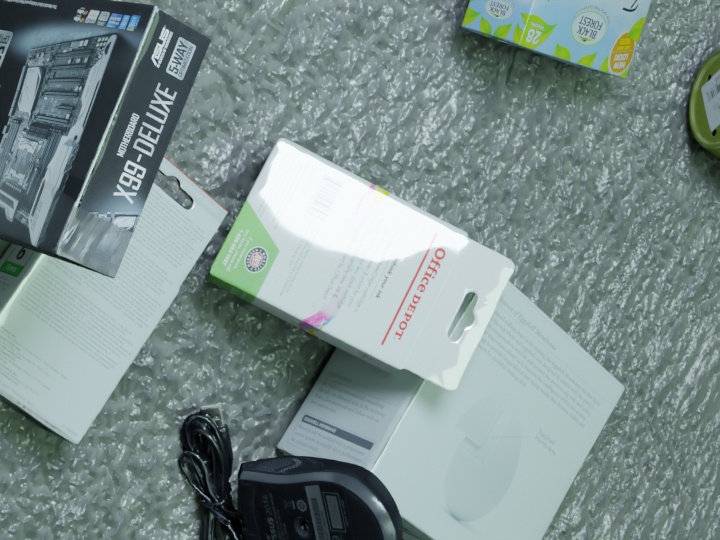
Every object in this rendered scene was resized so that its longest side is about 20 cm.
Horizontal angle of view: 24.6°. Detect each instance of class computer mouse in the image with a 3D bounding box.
[{"bbox_3d":[-0.042,0.172,1.218,0.053,0.200,0.139,-23,111,-48],"label":"computer mouse"}]

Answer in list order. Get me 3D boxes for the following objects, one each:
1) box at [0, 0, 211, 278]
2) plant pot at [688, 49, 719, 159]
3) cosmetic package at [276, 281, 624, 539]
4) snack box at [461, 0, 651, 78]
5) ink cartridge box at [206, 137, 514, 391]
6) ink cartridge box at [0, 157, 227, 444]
[{"bbox_3d":[-0.197,-0.093,1.036,0.050,0.200,0.158,27,83,-44],"label":"box"},{"bbox_3d":[0.410,-0.142,1.523,0.200,0.187,0.187,8,95,-23],"label":"plant pot"},{"bbox_3d":[0.076,0.118,1.335,0.199,0.123,0.200,41,76,-36],"label":"cosmetic package"},{"bbox_3d":[0.182,-0.269,1.336,0.169,0.068,0.200,5,107,-51],"label":"snack box"},{"bbox_3d":[0.000,0.000,1.230,0.200,0.067,0.117,28,81,-4],"label":"ink cartridge box"},{"bbox_3d":[-0.191,0.008,1.156,0.109,0.050,0.200,43,72,-35],"label":"ink cartridge box"}]
